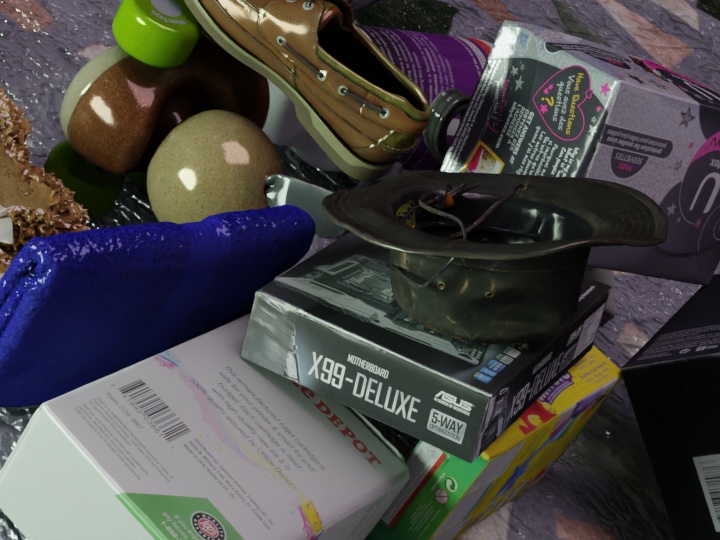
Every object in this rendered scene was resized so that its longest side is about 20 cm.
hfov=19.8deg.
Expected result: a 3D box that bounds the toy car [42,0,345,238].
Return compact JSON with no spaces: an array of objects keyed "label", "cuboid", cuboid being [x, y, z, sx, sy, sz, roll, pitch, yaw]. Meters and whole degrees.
[{"label":"toy car","cuboid":[-0.087,-0.067,1.354,0.200,0.164,0.158,46,36,21]}]

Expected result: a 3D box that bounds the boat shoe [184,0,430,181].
[{"label":"boat shoe","cuboid":[-0.034,-0.151,1.310,0.200,0.068,0.072,44,39,0]}]

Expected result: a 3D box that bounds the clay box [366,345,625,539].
[{"label":"clay box","cuboid":[0.092,0.110,1.328,0.048,0.115,0.200,44,35,15]}]

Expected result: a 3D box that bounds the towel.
[{"label":"towel","cuboid":[-0.137,0.016,1.224,0.200,0.148,0.050,-9,56,-42]}]

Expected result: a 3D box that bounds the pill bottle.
[{"label":"pill bottle","cuboid":[0.019,-0.129,1.569,0.200,0.113,0.113,2,44,-38]}]

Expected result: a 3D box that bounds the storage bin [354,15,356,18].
[{"label":"storage bin","cuboid":[-0.099,-0.279,1.653,0.134,0.146,0.200,-21,60,-39]}]

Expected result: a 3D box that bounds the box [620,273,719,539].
[{"label":"box","cuboid":[0.282,0.116,1.404,0.182,0.104,0.200,-34,109,-54]}]

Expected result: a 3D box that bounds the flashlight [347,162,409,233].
[{"label":"flashlight","cuboid":[0.000,0.000,1.443,0.068,0.068,0.200,30,39,1]}]

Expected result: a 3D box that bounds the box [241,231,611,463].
[{"label":"box","cuboid":[0.045,0.031,1.266,0.158,0.050,0.200,24,27,19]}]

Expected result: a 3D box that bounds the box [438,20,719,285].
[{"label":"box","cuboid":[0.172,-0.077,1.402,0.200,0.132,0.115,8,20,-48]}]

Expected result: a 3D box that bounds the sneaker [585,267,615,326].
[{"label":"sneaker","cuboid":[0.119,-0.031,1.515,0.200,0.075,0.100,32,60,-43]}]

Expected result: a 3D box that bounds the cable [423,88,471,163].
[{"label":"cable","cuboid":[0.077,-0.070,1.523,0.050,0.097,0.200,44,4,36]}]

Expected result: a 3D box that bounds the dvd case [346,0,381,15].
[{"label":"dvd case","cuboid":[-0.053,-0.184,1.519,0.200,0.146,0.022,-28,94,-55]}]

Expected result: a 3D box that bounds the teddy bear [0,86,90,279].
[{"label":"teddy bear","cuboid":[-0.235,-0.033,1.298,0.145,0.067,0.200,-23,69,-41]}]

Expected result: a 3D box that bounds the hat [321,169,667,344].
[{"label":"hat","cuboid":[0.076,-0.002,1.202,0.200,0.081,0.201,2,15,0]}]

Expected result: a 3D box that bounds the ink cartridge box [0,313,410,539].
[{"label":"ink cartridge box","cuboid":[-0.088,0.122,1.190,0.145,0.088,0.200,44,36,15]}]
